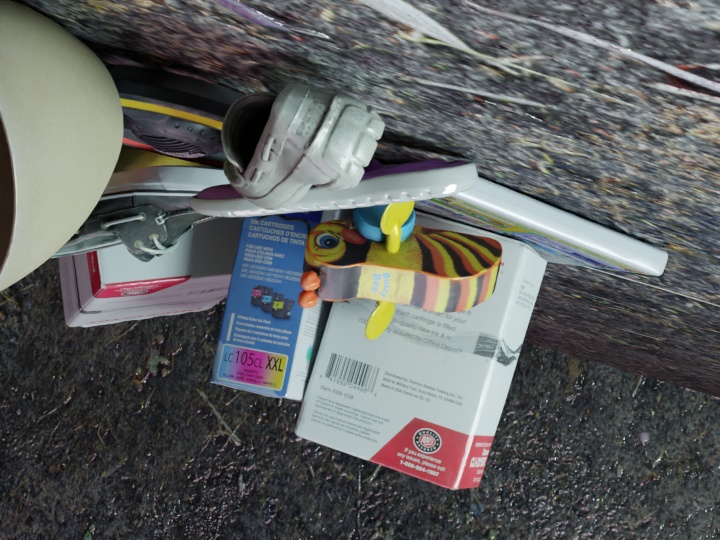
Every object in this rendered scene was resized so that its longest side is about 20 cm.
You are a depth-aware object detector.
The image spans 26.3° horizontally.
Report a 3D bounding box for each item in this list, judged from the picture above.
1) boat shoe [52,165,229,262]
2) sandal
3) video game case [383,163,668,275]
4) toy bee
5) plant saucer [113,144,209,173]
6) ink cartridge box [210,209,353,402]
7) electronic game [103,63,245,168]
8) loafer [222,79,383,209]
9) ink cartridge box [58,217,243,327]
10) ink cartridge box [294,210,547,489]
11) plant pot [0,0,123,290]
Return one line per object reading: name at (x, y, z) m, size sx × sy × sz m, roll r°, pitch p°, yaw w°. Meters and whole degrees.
boat shoe at (-0.167, -0.041, 1.212) m, size 0.199 × 0.071 × 0.072 m, roll -5°, pitch 173°, yaw 26°
sandal at (-0.019, -0.068, 1.052) m, size 0.202 × 0.050 × 0.082 m, roll -4°, pitch -175°, yaw 15°
video game case at (0.108, -0.041, 1.190) m, size 0.199 × 0.022 × 0.182 m, roll 20°, pitch 176°, yaw -22°
toy bee at (0.000, 0.000, 1.159) m, size 0.199 × 0.109 × 0.131 m, roll 0°, pitch 126°, yaw 24°
plant saucer at (-0.252, -0.114, 1.294) m, size 0.200 × 0.049 × 0.200 m, roll 21°, pitch -172°, yaw 35°
ink cartridge box at (-0.050, 0.007, 1.288) m, size 0.076 × 0.201 × 0.136 m, roll 11°, pitch 175°, yaw 19°
electronic game at (-0.131, -0.104, 1.110) m, size 0.199 × 0.042 × 0.200 m, roll 12°, pitch 173°, yaw 1°
loafer at (-0.050, -0.081, 0.928) m, size 0.070 × 0.070 × 0.200 m, roll 28°, pitch 167°, yaw -17°
ink cartridge box at (-0.184, -0.012, 1.383) m, size 0.145 × 0.084 × 0.200 m, roll -7°, pitch 172°, yaw -21°
ink cartridge box at (0.050, 0.059, 1.247) m, size 0.144 × 0.201 × 0.084 m, roll 17°, pitch 180°, yaw 19°
plant pot at (-0.232, -0.091, 0.987) m, size 0.200 × 0.201 × 0.134 m, roll 15°, pitch -155°, yaw 36°
